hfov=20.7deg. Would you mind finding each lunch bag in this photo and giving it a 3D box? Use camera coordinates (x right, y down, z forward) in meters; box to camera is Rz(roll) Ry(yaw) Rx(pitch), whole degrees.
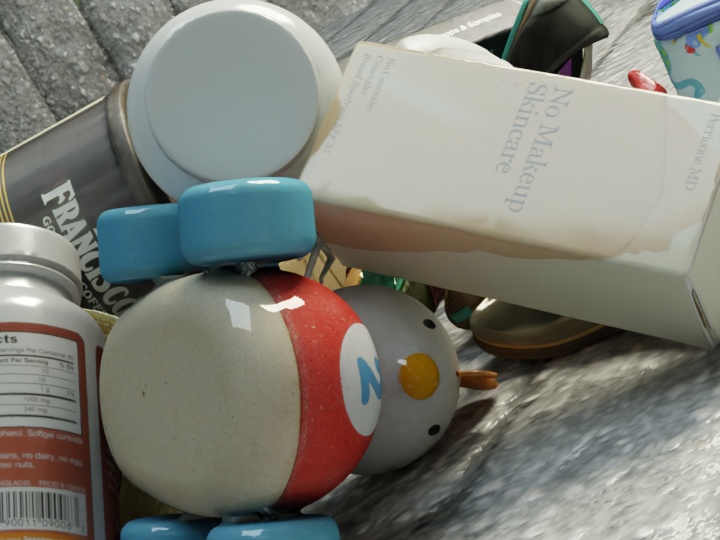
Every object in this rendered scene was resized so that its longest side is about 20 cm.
[{"bbox_3d":[0.286,-0.176,1.238,0.200,0.083,0.161,-20,15,26],"label":"lunch bag"}]

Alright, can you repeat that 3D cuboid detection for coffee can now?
[{"bbox_3d":[-0.187,-0.003,1.186,0.200,0.147,0.146,-28,12,12],"label":"coffee can"}]

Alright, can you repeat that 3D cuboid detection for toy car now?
[{"bbox_3d":[-0.009,0.053,0.951,0.199,0.185,0.177,-4,-3,-32],"label":"toy car"}]

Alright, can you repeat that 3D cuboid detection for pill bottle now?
[{"bbox_3d":[-0.179,0.082,0.995,0.112,0.112,0.201,-24,57,27],"label":"pill bottle"},{"bbox_3d":[-0.063,-0.080,1.029,0.113,0.113,0.200,-30,0,-2],"label":"pill bottle"}]

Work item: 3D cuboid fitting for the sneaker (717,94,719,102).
[{"bbox_3d":[0.255,-0.096,1.043,0.100,0.075,0.200,-37,13,-36],"label":"sneaker"}]

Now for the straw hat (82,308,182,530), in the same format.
[{"bbox_3d":[-0.163,0.128,1.081,0.201,0.201,0.085,-30,-30,0],"label":"straw hat"}]

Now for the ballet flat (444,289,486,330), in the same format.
[{"bbox_3d":[0.107,-0.025,1.174,0.200,0.068,0.072,-47,1,-44],"label":"ballet flat"}]

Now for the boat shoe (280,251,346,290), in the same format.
[{"bbox_3d":[0.005,0.006,1.258,0.200,0.071,0.069,-26,-11,-34],"label":"boat shoe"}]

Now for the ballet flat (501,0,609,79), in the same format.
[{"bbox_3d":[0.104,-0.094,1.305,0.068,0.068,0.200,-47,-15,-55],"label":"ballet flat"}]

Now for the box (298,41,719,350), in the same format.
[{"bbox_3d":[0.081,-0.037,0.929,0.199,0.078,0.095,11,68,26],"label":"box"}]

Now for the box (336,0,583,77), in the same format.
[{"bbox_3d":[0.060,-0.108,1.354,0.200,0.143,0.036,-22,50,-15],"label":"box"}]

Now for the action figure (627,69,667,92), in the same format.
[{"bbox_3d":[0.112,-0.055,1.254,0.200,0.066,0.052,-35,46,-24],"label":"action figure"}]

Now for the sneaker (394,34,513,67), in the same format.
[{"bbox_3d":[0.098,-0.067,1.053,0.080,0.200,0.071,7,69,60],"label":"sneaker"}]

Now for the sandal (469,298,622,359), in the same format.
[{"bbox_3d":[0.129,-0.001,1.004,0.080,0.054,0.200,-38,14,-33],"label":"sandal"}]

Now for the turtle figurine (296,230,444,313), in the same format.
[{"bbox_3d":[0.000,0.000,1.135,0.150,0.101,0.200,-48,10,49],"label":"turtle figurine"}]
